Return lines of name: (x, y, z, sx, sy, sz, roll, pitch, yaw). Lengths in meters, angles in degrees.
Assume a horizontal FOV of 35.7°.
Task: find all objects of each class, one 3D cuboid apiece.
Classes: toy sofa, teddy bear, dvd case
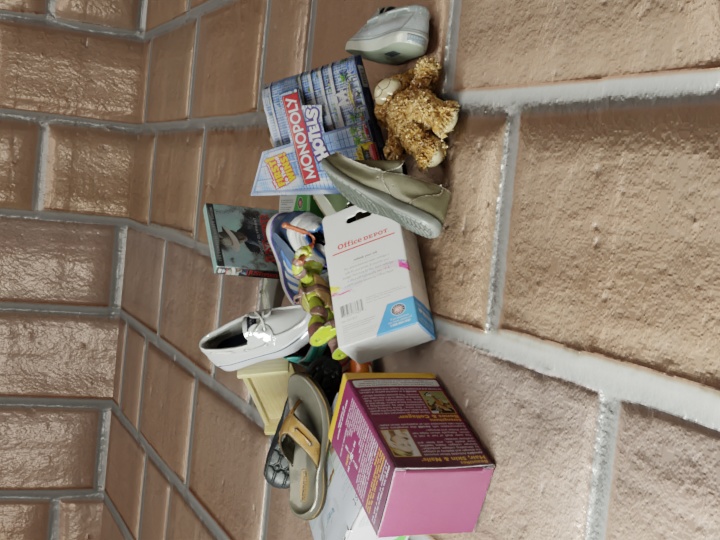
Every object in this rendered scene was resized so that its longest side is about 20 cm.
toy sofa: (-0.131, 0.171, 1.761, 0.200, 0.083, 0.098, 74, -168, -53)
teddy bear: (0.068, -0.209, 1.487, 0.200, 0.067, 0.145, -107, 33, -41)
dvd case: (-0.147, -0.044, 1.802, 0.022, 0.200, 0.146, 115, 150, -41)

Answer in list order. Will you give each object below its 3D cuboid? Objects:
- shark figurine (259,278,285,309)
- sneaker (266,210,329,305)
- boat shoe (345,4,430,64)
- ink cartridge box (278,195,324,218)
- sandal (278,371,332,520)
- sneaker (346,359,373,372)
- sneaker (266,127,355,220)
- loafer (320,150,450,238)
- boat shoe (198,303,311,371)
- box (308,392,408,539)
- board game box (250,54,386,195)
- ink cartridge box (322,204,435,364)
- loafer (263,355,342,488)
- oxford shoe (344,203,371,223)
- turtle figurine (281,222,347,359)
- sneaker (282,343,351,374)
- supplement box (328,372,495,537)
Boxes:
shark figurine: (-0.126, 0.037, 1.906, 0.128, 0.089, 0.215, 64, -154, -63)
sneaker: (-0.062, 0.002, 1.685, 0.146, 0.081, 0.200, 12, 131, 58)
boat shoe: (0.043, -0.337, 1.584, 0.201, 0.070, 0.072, 10, 84, 64)
ink cartridge box: (-0.066, -0.174, 1.779, 0.147, 0.083, 0.200, -171, 84, -68)
sandal: (-0.084, 0.238, 1.517, 0.082, 0.055, 0.200, 1, 86, 48)
sneaker: (-0.028, 0.209, 1.632, 0.073, 0.077, 0.200, -120, 42, -56)
sneaker: (-0.046, -0.156, 1.654, 0.090, 0.067, 0.200, -37, 87, 21)
loafer: (0.036, -0.110, 1.460, 0.200, 0.075, 0.070, 30, 77, 26)
boat shoe: (-0.146, 0.091, 1.626, 0.200, 0.065, 0.074, -27, 48, 22)
box: (0.000, 0.297, 1.522, 0.177, 0.097, 0.200, -113, 35, -47)
board game box: (-0.072, -0.183, 1.590, 0.062, 0.200, 0.200, -22, -83, -72)
ink cartridge box: (0.022, 0.009, 1.489, 0.115, 0.068, 0.200, -19, 60, 19)
loafer: (-0.085, 0.215, 1.600, 0.070, 0.068, 0.201, 154, 141, -82)
oxford shoe: (0.000, 0.000, 1.594, 0.073, 0.084, 0.200, 151, 119, -61)
turtle figurine: (-0.062, 0.035, 1.538, 0.200, 0.064, 0.161, 57, -168, -49)
sneaker: (-0.062, 0.139, 1.667, 0.084, 0.121, 0.200, -127, 46, -58)
supplement box: (0.057, 0.218, 1.359, 0.200, 0.131, 0.103, -122, 41, -56)
